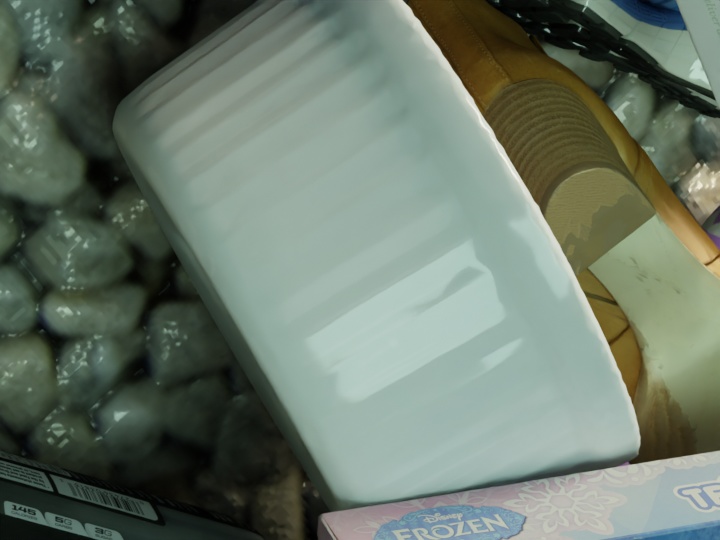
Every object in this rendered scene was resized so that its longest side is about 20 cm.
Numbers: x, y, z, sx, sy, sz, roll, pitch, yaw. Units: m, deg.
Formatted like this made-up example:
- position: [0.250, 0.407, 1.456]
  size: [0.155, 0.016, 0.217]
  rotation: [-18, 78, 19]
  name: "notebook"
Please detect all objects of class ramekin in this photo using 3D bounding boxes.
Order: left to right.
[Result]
- position: [0.000, 0.000, 0.965]
  size: [0.097, 0.201, 0.201]
  rotation: [-30, 119, -5]
  name: "ramekin"

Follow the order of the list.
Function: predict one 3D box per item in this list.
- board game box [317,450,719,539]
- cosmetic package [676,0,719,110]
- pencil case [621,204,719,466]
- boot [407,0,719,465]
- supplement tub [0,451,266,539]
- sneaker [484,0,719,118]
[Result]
- position: [0.075, 0.159, 0.958]
  size: [0.199, 0.043, 0.200]
  rotation: [-7, 120, -23]
  name: "board game box"
- position: [0.175, -0.143, 0.990]
  size: [0.200, 0.085, 0.108]
  rotation: [-43, 114, -51]
  name: "cosmetic package"
- position: [0.125, 0.046, 1.104]
  size: [0.200, 0.085, 0.084]
  rotation: [-44, 153, -3]
  name: "pencil case"
- position: [0.088, -0.010, 1.033]
  size: [0.071, 0.144, 0.201]
  rotation: [-32, 127, 3]
  name: "boot"
- position: [-0.133, 0.121, 0.983]
  size: [0.199, 0.122, 0.123]
  rotation: [18, 100, -30]
  name: "supplement tub"
- position: [0.106, -0.117, 1.051]
  size: [0.200, 0.078, 0.089]
  rotation: [22, 87, -37]
  name: "sneaker"
